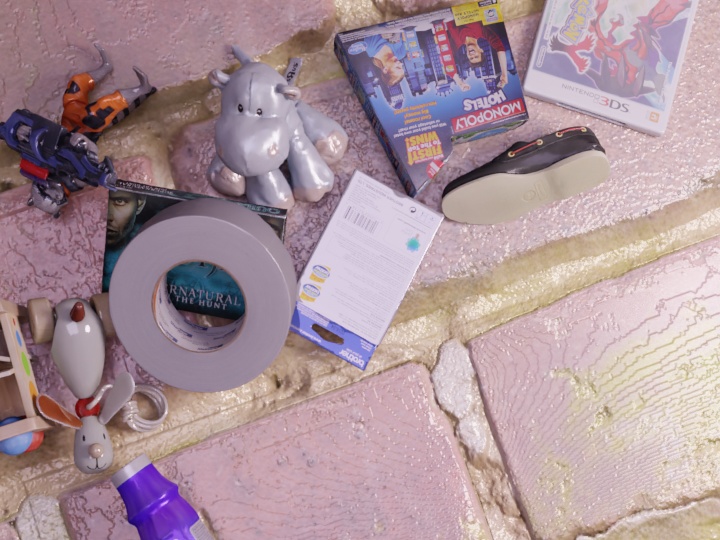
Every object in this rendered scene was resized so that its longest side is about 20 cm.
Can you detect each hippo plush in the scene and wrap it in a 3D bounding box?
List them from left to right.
[{"bbox_3d":[-0.090,-0.163,1.223,0.156,0.161,0.204,11,82,-1],"label":"hippo plush"}]

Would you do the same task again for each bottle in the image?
[{"bbox_3d":[-0.197,0.294,1.199,0.065,0.084,0.201,-35,87,-6],"label":"bottle"}]

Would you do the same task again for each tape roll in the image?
[{"bbox_3d":[-0.169,0.027,1.199,0.196,0.066,0.204,1,110,3],"label":"tape roll"}]

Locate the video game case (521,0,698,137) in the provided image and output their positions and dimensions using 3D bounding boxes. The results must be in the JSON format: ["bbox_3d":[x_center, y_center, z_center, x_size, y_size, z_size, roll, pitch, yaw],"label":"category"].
[{"bbox_3d":[0.303,-0.282,1.329,0.179,0.023,0.203,17,82,-1],"label":"video game case"}]

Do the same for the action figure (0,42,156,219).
[{"bbox_3d":[-0.301,-0.142,1.239,0.199,0.104,0.195,34,88,32],"label":"action figure"}]

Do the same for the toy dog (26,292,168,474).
[{"bbox_3d":[-0.294,0.109,1.192,0.131,0.096,0.202,-31,90,-22],"label":"toy dog"}]

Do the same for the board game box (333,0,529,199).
[{"bbox_3d":[0.086,-0.194,1.287,0.196,0.062,0.204,-13,85,-5],"label":"board game box"}]

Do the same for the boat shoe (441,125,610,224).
[{"bbox_3d":[0.187,-0.110,1.285,0.198,0.074,0.064,-18,48,5],"label":"boat shoe"}]

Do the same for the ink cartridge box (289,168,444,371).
[{"bbox_3d":[0.000,0.000,1.269,0.118,0.042,0.202,27,80,1],"label":"ink cartridge box"}]

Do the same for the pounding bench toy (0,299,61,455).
[{"bbox_3d":[-0.443,0.140,1.185,0.197,0.124,0.159,-17,84,-5],"label":"pounding bench toy"}]

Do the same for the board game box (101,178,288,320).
[{"bbox_3d":[-0.186,-0.019,1.235,0.196,0.028,0.137,9,114,-2],"label":"board game box"}]
